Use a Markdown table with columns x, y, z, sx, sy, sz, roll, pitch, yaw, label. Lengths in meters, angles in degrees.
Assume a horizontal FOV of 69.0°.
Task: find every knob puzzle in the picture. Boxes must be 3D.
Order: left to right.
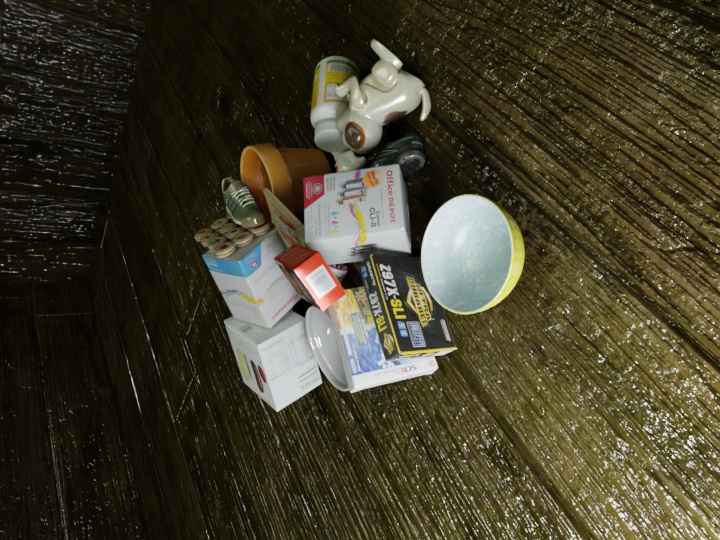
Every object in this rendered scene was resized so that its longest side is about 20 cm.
| x | y | z | sx | sy | sz | roll | pitch | yaw | label |
| --- | --- | --- | --- | --- | --- | --- | --- | --- | --- |
| -0.139 | -0.072 | 1.175 | 0.220 | 0.030 | 0.220 | 48 | 160 | 23 | knob puzzle |

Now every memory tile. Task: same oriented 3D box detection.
| x | y | z | sx | sy | sz | roll | pitch | yaw | label |
| --- | --- | --- | --- | --- | --- | --- | --- | --- | --- |
| -0.317 | -0.097 | 1.289 | 0.199 | 0.153 | 0.017 | 26 | 143 | 50 | memory tile |

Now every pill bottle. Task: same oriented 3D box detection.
| x | y | z | sx | sy | sz | roll | pitch | yaw | label |
| --- | --- | --- | --- | --- | --- | --- | --- | --- | --- |
| -0.059 | -0.384 | 1.222 | 0.112 | 0.112 | 0.202 | -25 | 56 | 47 | pill bottle |

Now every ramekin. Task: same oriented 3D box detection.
| x | y | z | sx | sy | sz | roll | pitch | yaw | label |
| --- | --- | --- | --- | --- | --- | --- | --- | --- | --- |
| -0.031 | 0.154 | 1.168 | 0.200 | 0.104 | 0.202 | 40 | 141 | 43 | ramekin |

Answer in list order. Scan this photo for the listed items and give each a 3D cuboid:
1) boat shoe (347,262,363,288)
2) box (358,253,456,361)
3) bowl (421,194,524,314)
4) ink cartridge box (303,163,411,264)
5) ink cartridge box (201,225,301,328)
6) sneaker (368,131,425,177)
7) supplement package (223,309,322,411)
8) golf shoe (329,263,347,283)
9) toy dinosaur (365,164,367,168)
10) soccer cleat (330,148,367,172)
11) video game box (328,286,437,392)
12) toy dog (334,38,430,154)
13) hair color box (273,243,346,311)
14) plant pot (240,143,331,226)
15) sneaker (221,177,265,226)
| x | y | z | sx | sy | sz | roll | pitch | yaw | label |
| --- | --- | --- | --- | --- | --- | --- | --- | --- | --- |
| 0.001 | 0.000 | 1.200 | 0.068 | 0.072 | 0.201 | -57 | 48 | 34 | boat shoe |
| 0.091 | 0.070 | 1.018 | 0.049 | 0.159 | 0.202 | -37 | 60 | 44 | box |
| 0.211 | -0.026 | 0.913 | 0.199 | 0.107 | 0.202 | -2 | 87 | 50 | bowl |
| -0.001 | -0.109 | 1.068 | 0.198 | 0.145 | 0.147 | -7 | 70 | 9 | ink cartridge box |
| -0.259 | 0.012 | 1.298 | 0.145 | 0.147 | 0.201 | 9 | 130 | 37 | ink cartridge box |
| 0.064 | -0.227 | 1.145 | 0.199 | 0.075 | 0.080 | -25 | 56 | 41 | sneaker |
| -0.227 | 0.212 | 1.360 | 0.191 | 0.146 | 0.202 | 20 | 129 | 48 | supplement package |
| -0.077 | 0.015 | 1.234 | 0.200 | 0.075 | 0.092 | -123 | 50 | -85 | golf shoe |
| -0.027 | -0.142 | 1.252 | 0.106 | 0.060 | 0.202 | -9 | 56 | 54 | toy dinosaur |
| -0.040 | -0.299 | 1.275 | 0.077 | 0.069 | 0.201 | -34 | 52 | 12 | soccer cleat |
| 0.042 | 0.126 | 1.059 | 0.047 | 0.180 | 0.202 | 123 | 134 | -60 | video game box |
| 0.034 | -0.342 | 1.113 | 0.194 | 0.140 | 0.200 | 41 | 103 | 2 | toy dog |
| -0.106 | 0.009 | 1.050 | 0.102 | 0.061 | 0.200 | 57 | 168 | -16 | hair color box |
| -0.178 | -0.226 | 1.317 | 0.200 | 0.182 | 0.202 | 37 | 136 | 46 | plant pot |
| -0.298 | -0.175 | 1.292 | 0.200 | 0.067 | 0.091 | 34 | 139 | 53 | sneaker |
